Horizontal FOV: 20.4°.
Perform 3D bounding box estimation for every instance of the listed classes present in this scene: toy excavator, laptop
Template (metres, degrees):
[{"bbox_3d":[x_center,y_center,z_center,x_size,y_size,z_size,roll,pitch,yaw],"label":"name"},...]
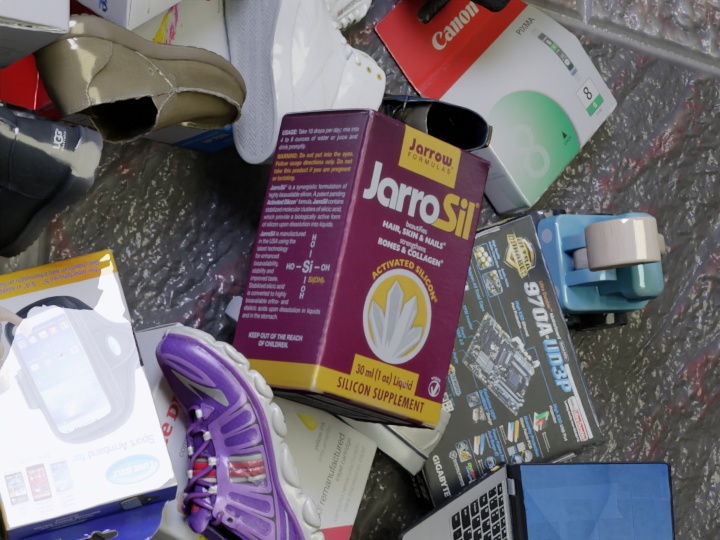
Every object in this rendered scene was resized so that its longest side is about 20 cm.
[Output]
[{"bbox_3d":[0.207,-0.013,1.654,0.193,0.199,0.101,0,80,-43],"label":"toy excavator"},{"bbox_3d":[0.143,0.257,1.569,0.199,0.115,0.189,-28,121,-38],"label":"laptop"}]

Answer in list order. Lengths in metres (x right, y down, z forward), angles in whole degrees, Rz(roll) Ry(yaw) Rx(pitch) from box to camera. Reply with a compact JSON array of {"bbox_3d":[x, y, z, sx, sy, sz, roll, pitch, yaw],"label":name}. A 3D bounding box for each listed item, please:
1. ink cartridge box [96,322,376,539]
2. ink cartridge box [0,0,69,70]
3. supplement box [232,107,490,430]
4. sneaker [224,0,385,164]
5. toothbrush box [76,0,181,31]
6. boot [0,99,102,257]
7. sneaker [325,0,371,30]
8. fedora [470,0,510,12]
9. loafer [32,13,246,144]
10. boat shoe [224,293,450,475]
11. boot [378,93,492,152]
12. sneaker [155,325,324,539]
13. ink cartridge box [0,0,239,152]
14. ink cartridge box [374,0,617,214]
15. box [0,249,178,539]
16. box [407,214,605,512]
[{"bbox_3d":[-0.101,0.150,1.453,0.199,0.083,0.146,33,61,-29],"label":"ink cartridge box"},{"bbox_3d":[-0.271,-0.203,1.313,0.085,0.199,0.149,6,78,-37],"label":"ink cartridge box"},{"bbox_3d":[0.000,0.000,1.429,0.130,0.103,0.202,19,79,-40],"label":"supplement box"},{"bbox_3d":[-0.038,-0.177,1.500,0.115,0.073,0.202,2,91,-43],"label":"sneaker"},{"bbox_3d":[-0.182,-0.272,1.403,0.199,0.086,0.146,36,49,23],"label":"toothbrush box"},{"bbox_3d":[-0.291,-0.083,1.311,0.199,0.165,0.066,18,59,-27],"label":"boot"},{"bbox_3d":[-0.033,-0.215,1.590,0.081,0.076,0.201,51,53,-28],"label":"sneaker"},{"bbox_3d":[0.084,-0.266,1.644,0.199,0.200,0.092,8,100,-37],"label":"fedora"},{"bbox_3d":[-0.151,-0.119,1.369,0.199,0.076,0.068,12,70,-52],"label":"loafer"},{"bbox_3d":[-0.008,0.065,1.527,0.202,0.075,0.086,40,83,-15],"label":"boat shoe"},{"bbox_3d":[0.010,-0.127,1.591,0.199,0.097,0.075,16,71,-36],"label":"boot"},{"bbox_3d":[-0.092,0.134,1.362,0.083,0.080,0.202,-29,99,-32],"label":"sneaker"},{"bbox_3d":[-0.170,-0.165,1.471,0.199,0.067,0.117,10,76,-38],"label":"ink cartridge box"},{"bbox_3d":[0.121,-0.174,1.724,0.161,0.050,0.201,-47,112,-35],"label":"ink cartridge box"},{"bbox_3d":[-0.199,0.093,1.349,0.118,0.042,0.202,-14,68,-14],"label":"box"},{"bbox_3d":[0.093,0.074,1.615,0.158,0.046,0.202,-20,93,-17],"label":"box"}]
